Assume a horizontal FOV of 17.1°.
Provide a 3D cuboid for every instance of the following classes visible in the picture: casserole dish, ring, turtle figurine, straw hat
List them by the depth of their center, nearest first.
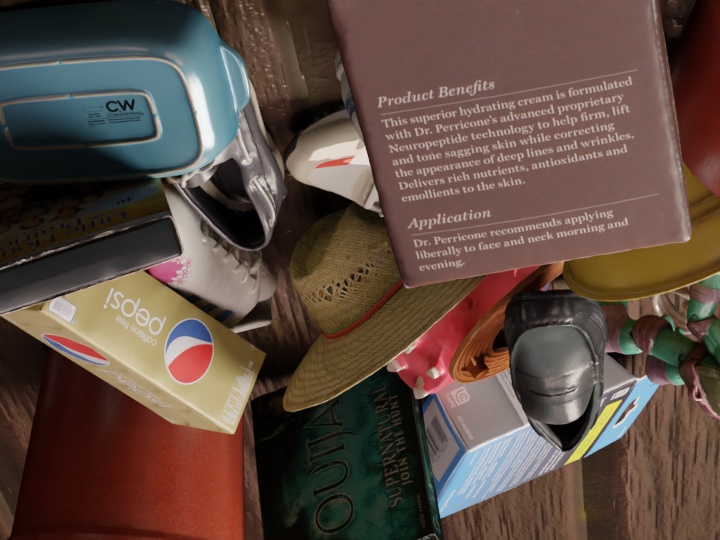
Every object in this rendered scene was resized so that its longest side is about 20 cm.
[{"bbox_3d":[-0.166,-0.101,1.451,0.199,0.039,0.121,-4,131,11],"label":"casserole dish"},{"bbox_3d":[0.253,0.053,1.624,0.200,0.101,0.150,5,143,51],"label":"turtle figurine"},{"bbox_3d":[0.000,0.000,1.644,0.201,0.201,0.085,-30,104,37],"label":"straw hat"},{"bbox_3d":[0.147,0.020,1.693,0.200,0.019,0.201,-34,163,-12],"label":"ring"}]

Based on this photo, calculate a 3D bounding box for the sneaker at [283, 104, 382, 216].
[{"bbox_3d":[0.049,-0.051,1.573,0.199,0.094,0.070,5,150,-19],"label":"sneaker"}]

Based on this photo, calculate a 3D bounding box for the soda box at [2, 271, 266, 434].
[{"bbox_3d":[-0.157,0.040,1.620,0.068,0.064,0.200,6,157,43],"label":"soda box"}]

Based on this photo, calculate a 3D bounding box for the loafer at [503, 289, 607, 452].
[{"bbox_3d":[0.134,0.067,1.611,0.068,0.071,0.201,-4,158,8],"label":"loafer"}]

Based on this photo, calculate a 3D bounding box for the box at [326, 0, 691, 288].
[{"bbox_3d":[0.081,-0.126,1.304,0.165,0.165,0.201,-9,128,8],"label":"box"}]

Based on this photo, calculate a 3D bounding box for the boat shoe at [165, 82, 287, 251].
[{"bbox_3d":[-0.097,-0.079,1.528,0.072,0.063,0.200,-10,150,15],"label":"boat shoe"}]

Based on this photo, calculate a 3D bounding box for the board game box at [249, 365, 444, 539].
[{"bbox_3d":[-0.013,0.152,1.806,0.135,0.200,0.028,-22,131,12],"label":"board game box"}]

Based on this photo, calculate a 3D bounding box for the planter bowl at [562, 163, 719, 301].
[{"bbox_3d":[0.201,-0.072,1.524,0.200,0.201,0.084,-20,113,25],"label":"planter bowl"}]

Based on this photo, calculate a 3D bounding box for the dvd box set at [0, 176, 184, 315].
[{"bbox_3d":[-0.189,-0.026,1.480,0.146,0.200,0.030,-18,108,-3],"label":"dvd box set"}]

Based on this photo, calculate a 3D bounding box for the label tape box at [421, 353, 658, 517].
[{"bbox_3d":[0.135,0.114,1.902,0.199,0.066,0.143,-22,159,-25],"label":"label tape box"}]

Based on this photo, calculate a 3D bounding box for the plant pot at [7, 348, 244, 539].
[{"bbox_3d":[-0.167,0.160,1.771,0.200,0.196,0.201,4,165,1],"label":"plant pot"}]

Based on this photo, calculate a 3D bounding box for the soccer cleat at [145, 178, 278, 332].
[{"bbox_3d":[-0.102,-0.010,1.648,0.086,0.070,0.200,2,160,5],"label":"soccer cleat"}]

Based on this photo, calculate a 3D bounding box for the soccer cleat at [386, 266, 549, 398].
[{"bbox_3d":[0.087,0.022,1.752,0.067,0.076,0.200,44,137,4],"label":"soccer cleat"}]

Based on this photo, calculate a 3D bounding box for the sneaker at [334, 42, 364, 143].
[{"bbox_3d":[0.082,-0.104,1.488,0.199,0.088,0.075,1,149,-13],"label":"sneaker"}]

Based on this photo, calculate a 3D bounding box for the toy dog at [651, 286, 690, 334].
[{"bbox_3d":[0.296,0.000,1.712,0.096,0.132,0.200,-38,165,-21],"label":"toy dog"}]

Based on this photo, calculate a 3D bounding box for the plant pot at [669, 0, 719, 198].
[{"bbox_3d":[0.271,-0.130,1.379,0.200,0.202,0.195,0,159,-10],"label":"plant pot"}]
